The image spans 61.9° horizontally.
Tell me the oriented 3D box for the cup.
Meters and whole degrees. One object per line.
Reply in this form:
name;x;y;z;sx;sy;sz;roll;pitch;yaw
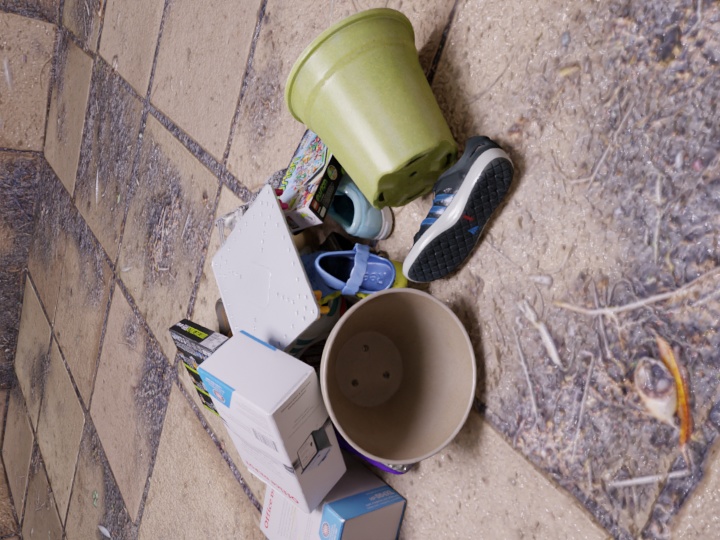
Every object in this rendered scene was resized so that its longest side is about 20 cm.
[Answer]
cup;0.030;0.131;0.773;0.143;0.195;0.206;160;107;-72

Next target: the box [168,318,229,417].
box;-0.277;0.202;1.149;0.198;0.047;0.197;10;127;49

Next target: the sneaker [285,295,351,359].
sneaker;-0.105;0.091;0.898;0.198;0.094;0.071;-36;57;-3

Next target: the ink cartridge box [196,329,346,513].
ink cartridge box;-0.112;0.198;0.786;0.144;0.086;0.203;20;139;37

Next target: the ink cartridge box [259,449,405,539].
ink cartridge box;-0.053;0.352;0.887;0.198;0.123;0.132;26;108;46

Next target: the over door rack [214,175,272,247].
over door rack;-0.190;-0.058;1.106;0.198;0.066;0.151;-27;69;39

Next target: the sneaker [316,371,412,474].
sneaker;-0.007;0.233;0.876;0.198;0.069;0.101;33;142;21

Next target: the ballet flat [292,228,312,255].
ballet flat;-0.115;0.012;0.973;0.062;0.069;0.202;19;60;19

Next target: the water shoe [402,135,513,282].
water shoe;0.117;-0.073;0.759;0.201;0.070;0.080;-54;34;26

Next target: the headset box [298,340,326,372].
headset box;-0.117;0.166;1.004;0.201;0.074;0.150;56;127;34

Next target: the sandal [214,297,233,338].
sandal;-0.259;0.147;1.183;0.081;0.054;0.204;-34;68;43

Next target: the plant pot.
plant pot;0.028;-0.190;0.779;0.200;0.198;0.187;-43;69;39

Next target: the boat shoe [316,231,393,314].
boat shoe;0.000;0.000;0.875;0.198;0.074;0.075;32;106;38

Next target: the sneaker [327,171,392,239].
sneaker;-0.031;-0.122;0.908;0.200;0.081;0.075;47;121;39

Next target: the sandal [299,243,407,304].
sandal;-0.038;0.000;0.811;0.196;0.087;0.082;-5;66;29

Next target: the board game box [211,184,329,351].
board game box;-0.134;0.020;0.843;0.200;0.025;0.204;-43;61;40

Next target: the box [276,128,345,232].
box;-0.070;-0.146;0.898;0.108;0.035;0.203;-12;46;40

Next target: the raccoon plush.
raccoon plush;-0.141;-0.122;1.003;0.132;0.097;0.202;-7;42;38
